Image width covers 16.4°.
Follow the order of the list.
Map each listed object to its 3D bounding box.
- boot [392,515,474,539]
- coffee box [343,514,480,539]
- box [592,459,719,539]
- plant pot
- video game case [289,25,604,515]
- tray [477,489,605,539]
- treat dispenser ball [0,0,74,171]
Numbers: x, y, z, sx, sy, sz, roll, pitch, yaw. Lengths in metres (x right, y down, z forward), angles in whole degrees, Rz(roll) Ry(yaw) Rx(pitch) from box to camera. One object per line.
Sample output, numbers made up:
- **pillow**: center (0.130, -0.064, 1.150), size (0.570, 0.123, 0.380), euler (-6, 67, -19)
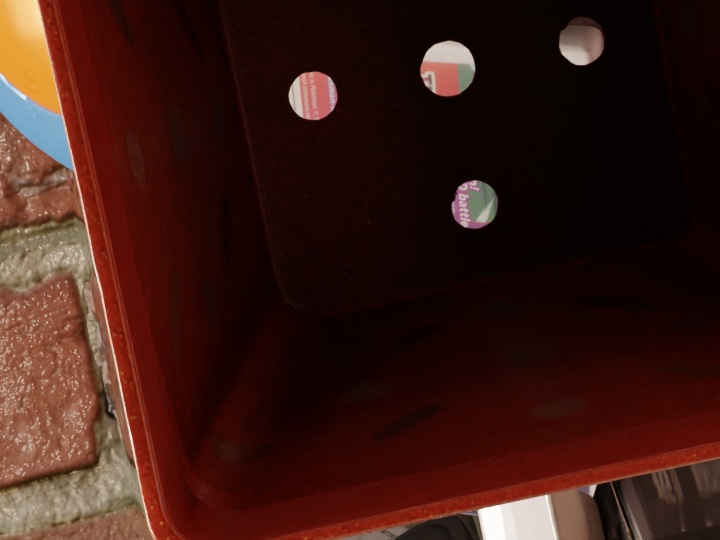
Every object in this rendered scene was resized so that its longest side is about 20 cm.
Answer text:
- **boot**: center (0.073, 0.212, 0.964), size (0.200, 0.068, 0.189), euler (52, -169, -32)
- **coffee box**: center (-0.023, 0.052, 1.146), size (0.113, 0.080, 0.201), euler (36, -148, -53)
- **box**: center (0.112, 0.167, 0.812), size (0.200, 0.049, 0.158), euler (96, 159, -59)
- **plant pot**: center (0.027, -0.053, 0.666), size (0.176, 0.199, 0.201), euler (-110, 9, -85)
- **video game case**: center (0.000, 0.000, 0.893), size (0.023, 0.181, 0.201), euler (-63, -27, -54)
- **tray**: center (0.072, 0.151, 0.804), size (0.107, 0.022, 0.201), euler (-177, 76, -79)
- **treat dispenser ball**: center (-0.064, -0.127, 0.967), size (0.201, 0.200, 0.202), euler (167, 90, -79)
